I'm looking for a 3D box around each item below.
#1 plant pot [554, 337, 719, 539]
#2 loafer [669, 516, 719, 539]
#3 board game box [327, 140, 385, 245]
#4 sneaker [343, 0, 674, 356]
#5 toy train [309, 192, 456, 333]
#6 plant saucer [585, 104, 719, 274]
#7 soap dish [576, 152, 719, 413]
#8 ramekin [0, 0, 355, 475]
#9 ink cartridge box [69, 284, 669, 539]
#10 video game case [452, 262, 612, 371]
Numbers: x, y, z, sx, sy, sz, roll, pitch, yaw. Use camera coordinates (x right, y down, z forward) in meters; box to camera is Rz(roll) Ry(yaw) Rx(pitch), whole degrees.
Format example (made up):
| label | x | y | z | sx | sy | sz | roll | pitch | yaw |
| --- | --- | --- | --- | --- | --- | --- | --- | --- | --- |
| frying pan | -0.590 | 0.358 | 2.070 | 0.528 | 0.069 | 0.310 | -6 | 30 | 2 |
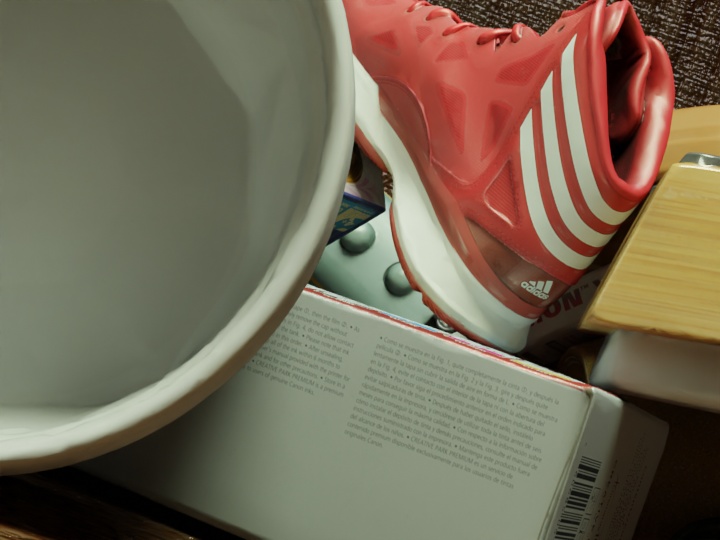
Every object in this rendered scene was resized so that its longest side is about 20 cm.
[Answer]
| label | x | y | z | sx | sy | sz | roll | pitch | yaw |
| --- | --- | --- | --- | --- | --- | --- | --- | --- | --- |
| plant pot | 0.178 | 0.086 | 0.855 | 0.200 | 0.187 | 0.186 | 8 | 0 | -7 |
| loafer | 0.192 | 0.133 | 0.727 | 0.200 | 0.068 | 0.070 | 20 | -3 | 26 |
| board game box | -0.130 | -0.024 | 0.792 | 0.199 | 0.041 | 0.200 | -30 | -35 | 35 |
| sneaker | 0.056 | -0.071 | 0.776 | 0.078 | 0.116 | 0.200 | 26 | 30 | -43 |
| toy train | 0.000 | 0.000 | 1.027 | 0.200 | 0.085 | 0.114 | 45 | -9 | 21 |
| plant saucer | 0.154 | -0.025 | 0.866 | 0.200 | 0.038 | 0.200 | 0 | -17 | 0 |
| soap dish | 0.176 | 0.018 | 0.715 | 0.200 | 0.081 | 0.157 | 9 | -3 | 5 |
| ramekin | -0.102 | -0.039 | 0.603 | 0.200 | 0.200 | 0.105 | 20 | -10 | 2 |
| ink cartridge box | -0.006 | 0.054 | 0.725 | 0.200 | 0.084 | 0.176 | 19 | -2 | 19 |
| video game case | 0.099 | 0.053 | 0.951 | 0.182 | 0.023 | 0.200 | -25 | -25 | 23 |
